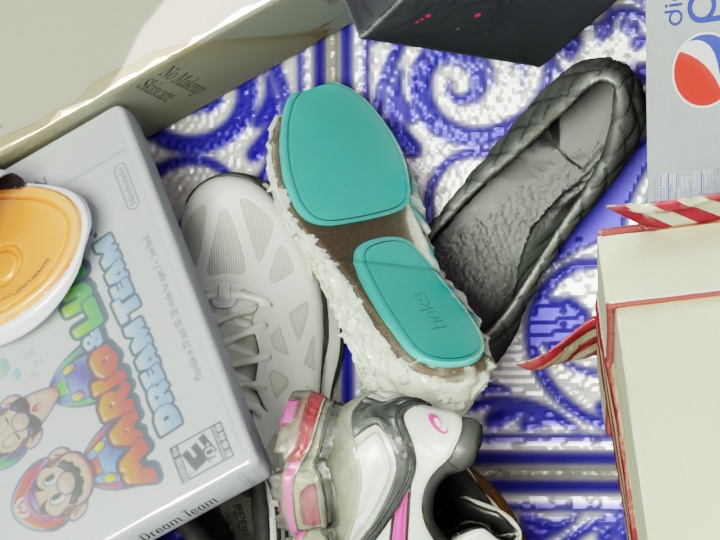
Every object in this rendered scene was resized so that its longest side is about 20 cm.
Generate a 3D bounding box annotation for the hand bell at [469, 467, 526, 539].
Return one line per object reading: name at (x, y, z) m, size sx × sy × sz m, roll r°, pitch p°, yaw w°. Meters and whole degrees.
hand bell at (0.084, 0.167, 1.002) m, size 0.104 × 0.104 × 0.200 m, roll -34°, pitch 69°, yaw 8°

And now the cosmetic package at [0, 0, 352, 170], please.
cosmetic package at (-0.105, -0.111, 1.039) m, size 0.200 × 0.104 × 0.073 m, roll -28°, pitch 81°, yaw 10°

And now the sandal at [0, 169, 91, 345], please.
sandal at (-0.218, -0.012, 0.978) m, size 0.207 × 0.059 × 0.079 m, roll 1°, pitch 66°, yaw 25°

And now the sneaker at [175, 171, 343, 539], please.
sneaker at (-0.053, 0.049, 1.011) m, size 0.076 × 0.115 × 0.201 m, roll -11°, pitch 84°, yaw 11°

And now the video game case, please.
video game case at (-0.149, 0.047, 0.966) m, size 0.182 × 0.024 × 0.200 m, roll -29°, pitch 57°, yaw 8°

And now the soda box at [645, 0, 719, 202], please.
soda box at (0.170, -0.120, 0.991) m, size 0.063 × 0.068 × 0.200 m, roll -3°, pitch 86°, yaw 40°

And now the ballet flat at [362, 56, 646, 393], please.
ballet flat at (0.059, -0.015, 1.021) m, size 0.066 × 0.057 × 0.200 m, roll 35°, pitch 97°, yaw 14°

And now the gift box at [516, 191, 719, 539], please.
gift box at (0.170, 0.064, 0.905) m, size 0.200 × 0.185 × 0.187 m, roll -4°, pitch 66°, yaw -1°

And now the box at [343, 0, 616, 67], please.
box at (0.084, -0.188, 0.945) m, size 0.200 × 0.122 × 0.106 m, roll -41°, pitch 60°, yaw 37°

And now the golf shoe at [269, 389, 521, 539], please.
golf shoe at (0.024, 0.132, 0.955) m, size 0.092 × 0.200 × 0.073 m, roll 1°, pitch 47°, yaw 16°

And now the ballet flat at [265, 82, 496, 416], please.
ballet flat at (0.000, 0.000, 1.007) m, size 0.072 × 0.072 × 0.200 m, roll -30°, pitch 48°, yaw 9°
